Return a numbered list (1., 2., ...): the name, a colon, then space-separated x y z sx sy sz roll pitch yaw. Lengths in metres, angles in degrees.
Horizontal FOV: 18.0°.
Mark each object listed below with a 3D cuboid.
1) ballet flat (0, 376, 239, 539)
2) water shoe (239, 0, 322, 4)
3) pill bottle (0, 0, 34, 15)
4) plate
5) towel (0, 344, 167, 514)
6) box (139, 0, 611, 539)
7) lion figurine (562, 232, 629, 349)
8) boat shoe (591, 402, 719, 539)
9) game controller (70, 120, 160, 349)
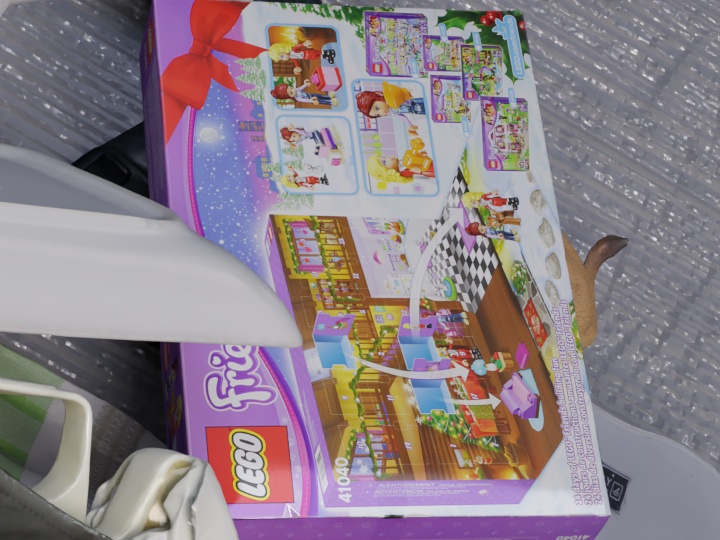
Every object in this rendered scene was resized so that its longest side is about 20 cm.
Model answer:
1. ballet flat: -0.076 0.074 0.629 0.200 0.068 0.069 36 71 -40
2. water shoe: -0.088 -0.149 0.958 0.201 0.079 0.072 57 30 -14
3. pill bottle: -0.170 -0.113 0.691 0.199 0.111 0.111 -17 66 -51
4. plate: -0.144 -0.020 0.678 0.199 0.033 0.199 6 10 -34
5. towel: -0.060 0.090 0.765 0.199 0.031 0.149 31 11 -9
6. box: 0.000 0.000 0.767 0.136 0.039 0.201 1 59 -14
7. lion figurine: 0.035 -0.007 0.874 0.199 0.073 0.123 14 29 -22
8. boat shoe: 0.078 0.085 0.858 0.200 0.065 0.074 42 64 -35
9. game controller: -0.031 0.019 0.891 0.200 0.042 0.104 46 35 8
